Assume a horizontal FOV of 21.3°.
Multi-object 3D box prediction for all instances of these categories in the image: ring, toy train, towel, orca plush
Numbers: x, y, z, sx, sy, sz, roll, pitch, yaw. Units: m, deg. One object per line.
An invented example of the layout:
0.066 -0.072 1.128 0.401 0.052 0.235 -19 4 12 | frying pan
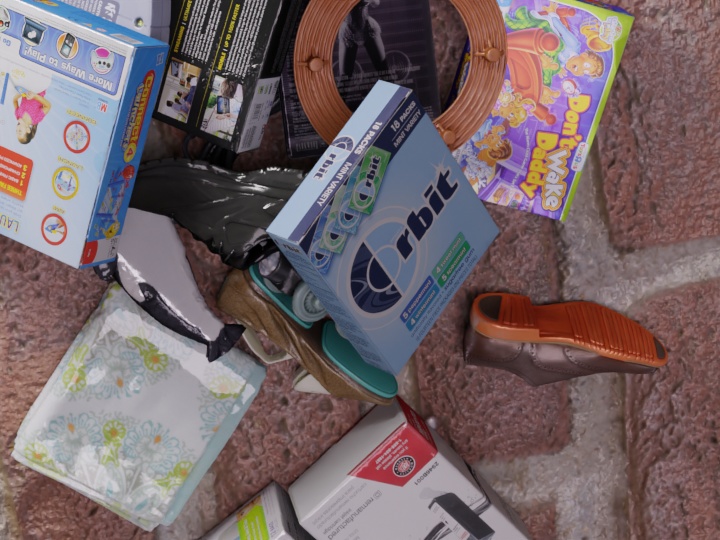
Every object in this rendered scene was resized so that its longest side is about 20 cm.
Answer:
0.039 -0.185 1.669 0.199 0.019 0.201 -5 106 -17 | ring
0.000 0.000 1.739 0.200 0.085 0.114 24 102 -39 | toy train
-0.208 0.131 1.788 0.171 0.048 0.200 30 101 -19 | towel
-0.184 -0.006 1.739 0.200 0.071 0.105 41 71 -10 | orca plush

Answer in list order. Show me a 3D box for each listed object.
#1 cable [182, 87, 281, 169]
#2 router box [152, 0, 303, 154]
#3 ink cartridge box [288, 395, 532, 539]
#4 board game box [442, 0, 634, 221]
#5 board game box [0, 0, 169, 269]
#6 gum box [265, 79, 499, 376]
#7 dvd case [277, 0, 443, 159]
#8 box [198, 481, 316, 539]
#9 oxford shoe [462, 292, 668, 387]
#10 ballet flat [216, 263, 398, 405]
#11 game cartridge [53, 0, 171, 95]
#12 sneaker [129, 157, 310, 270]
-0.051 -0.100 1.732 0.199 0.051 0.164 -28 111 0 | cable
-0.131 -0.220 1.641 0.149 0.051 0.201 23 106 16 | router box
0.052 0.242 1.851 0.144 0.084 0.200 -43 111 6 | ink cartridge box
0.153 -0.159 1.749 0.134 0.045 0.201 13 106 -14 | board game box
-0.278 -0.129 1.623 0.199 0.056 0.197 24 108 22 | board game box
0.024 -0.034 1.654 0.170 0.044 0.200 -54 138 -17 | gum box
-0.007 -0.207 1.684 0.148 0.016 0.201 -10 99 -19 | dvd case
-0.124 0.318 1.833 0.200 0.113 0.101 -38 111 6 | box
0.195 0.075 1.835 0.199 0.071 0.073 12 124 -7 | oxford shoe
-0.056 0.071 1.789 0.200 0.068 0.072 39 119 -19 | ballet flat
-0.234 -0.174 1.645 0.133 0.041 0.201 26 108 25 | game cartridge
-0.121 -0.048 1.653 0.199 0.076 0.091 6 83 16 | sneaker
